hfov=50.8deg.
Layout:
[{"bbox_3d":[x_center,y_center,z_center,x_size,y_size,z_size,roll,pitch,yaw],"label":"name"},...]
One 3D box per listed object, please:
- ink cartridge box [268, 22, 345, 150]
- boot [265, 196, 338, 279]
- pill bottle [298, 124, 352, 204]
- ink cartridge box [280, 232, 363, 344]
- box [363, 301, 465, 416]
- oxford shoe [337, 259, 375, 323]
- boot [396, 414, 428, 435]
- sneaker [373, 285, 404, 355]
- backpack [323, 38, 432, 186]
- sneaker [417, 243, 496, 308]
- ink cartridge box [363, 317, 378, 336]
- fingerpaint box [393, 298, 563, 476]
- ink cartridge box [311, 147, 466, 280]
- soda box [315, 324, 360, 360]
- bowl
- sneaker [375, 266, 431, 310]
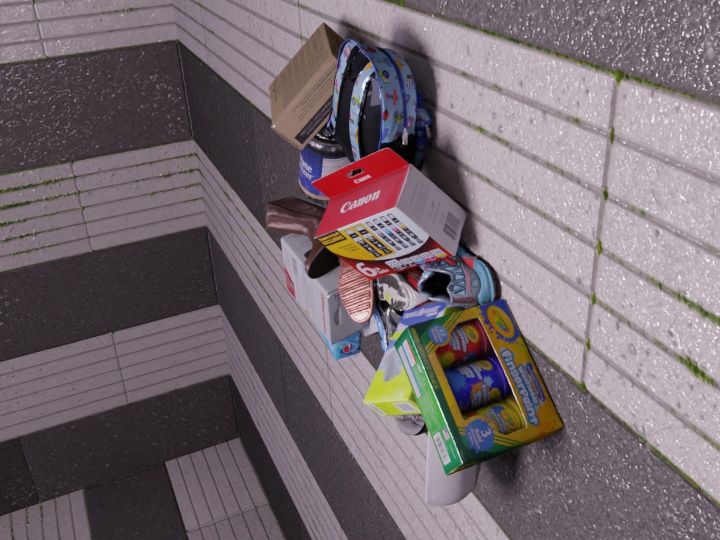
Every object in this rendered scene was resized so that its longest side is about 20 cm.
[{"bbox_3d":[-0.085,-0.332,1.351,0.165,0.075,0.201,-45,29,21],"label":"ink cartridge box"},{"bbox_3d":[-0.126,-0.072,1.507,0.198,0.187,0.065,18,136,25],"label":"boot"},{"bbox_3d":[-0.063,-0.238,1.497,0.201,0.110,0.113,100,149,-49],"label":"pill bottle"},{"bbox_3d":[-0.077,0.028,1.546,0.200,0.082,0.147,47,151,40],"label":"ink cartridge box"},{"bbox_3d":[0.091,0.129,1.192,0.048,0.202,0.121,38,151,-22],"label":"box"},{"bbox_3d":[0.000,0.000,1.380,0.074,0.070,0.203,27,-129,-61],"label":"oxford shoe"},{"bbox_3d":[0.135,0.185,1.309,0.077,0.138,0.202,25,92,32],"label":"boot"},{"bbox_3d":[0.081,0.115,1.382,0.082,0.071,0.202,-17,96,28],"label":"sneaker"},{"bbox_3d":[0.030,-0.260,1.191,0.202,0.133,0.183,95,153,-44],"label":"backpack"},{"bbox_3d":[0.123,0.000,1.172,0.200,0.094,0.080,-142,42,-60],"label":"sneaker"},{"bbox_3d":[0.027,0.022,1.529,0.199,0.040,0.203,149,106,-70],"label":"ink cartridge box"},{"bbox_3d":[0.163,0.160,1.067,0.074,0.165,0.202,119,134,-60],"label":"fingerpaint box"},{"bbox_3d":[0.028,-0.081,1.163,0.199,0.175,0.085,-17,44,48],"label":"ink cartridge box"},{"bbox_3d":[-0.069,0.118,1.825,0.201,0.063,0.068,-124,28,-43],"label":"soda box"},{"bbox_3d":[0.158,0.249,1.181,0.200,0.074,0.202,-57,-27,-55],"label":"bowl"},{"bbox_3d":[0.076,0.018,1.304,0.200,0.084,0.078,-129,34,-64],"label":"sneaker"}]
